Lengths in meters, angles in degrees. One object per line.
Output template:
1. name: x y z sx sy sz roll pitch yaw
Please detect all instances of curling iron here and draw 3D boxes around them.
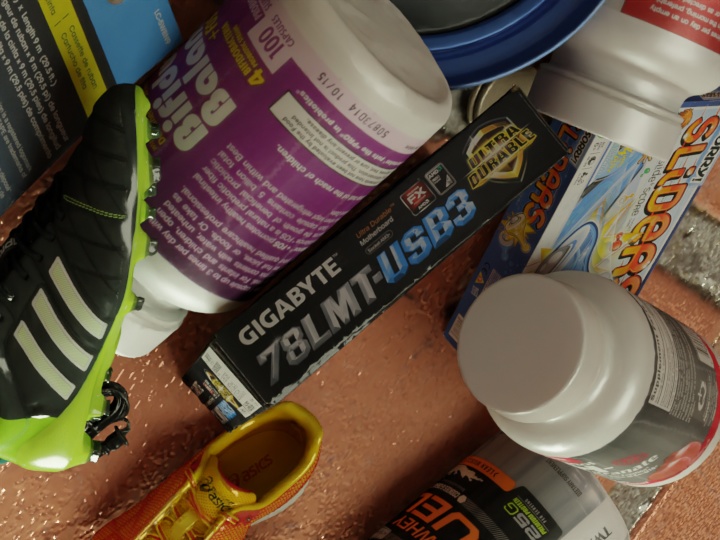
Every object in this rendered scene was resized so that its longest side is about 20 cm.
1. curling iron: -0.112 0.012 1.027 0.049 0.026 0.201 23 101 -13

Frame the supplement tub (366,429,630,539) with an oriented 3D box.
1. supplement tub: 0.068 0.202 1.289 0.200 0.122 0.123 -38 140 -17

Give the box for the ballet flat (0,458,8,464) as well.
1. ballet flat: -0.226 0.062 0.929 0.199 0.067 0.071 -7 113 -44

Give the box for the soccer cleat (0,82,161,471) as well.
1. soccer cleat: -0.138 0.006 0.875 0.081 0.068 0.201 11 120 -13

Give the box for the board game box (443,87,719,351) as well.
1. board game box: 0.145 -0.033 1.222 0.135 0.034 0.201 -8 135 -42

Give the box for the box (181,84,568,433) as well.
1. box: 0.000 0.000 1.030 0.200 0.050 0.198 -40 -178 -11

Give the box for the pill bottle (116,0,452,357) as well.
1. pill bottle: -0.062 -0.051 0.937 0.200 0.113 0.112 -42 145 19

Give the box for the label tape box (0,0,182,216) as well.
1. label tape box: -0.179 -0.096 0.839 0.200 0.063 0.145 -48 144 -26

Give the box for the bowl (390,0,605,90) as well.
1. bowl: 0.045 -0.185 0.970 0.199 0.039 0.201 -10 127 -13

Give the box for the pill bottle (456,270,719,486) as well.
1. pill bottle: 0.138 0.063 1.188 0.111 0.111 0.200 -56 147 6

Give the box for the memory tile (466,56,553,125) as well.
1. memory tile: 0.123 -0.131 1.162 0.153 0.017 0.201 -16 129 -37

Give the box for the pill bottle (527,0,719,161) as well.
1. pill bottle: 0.164 -0.167 1.064 0.112 0.112 0.201 15 99 -50

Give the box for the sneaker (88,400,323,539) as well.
1. sneaker: -0.102 0.142 1.102 0.200 0.073 0.077 -46 168 -23
